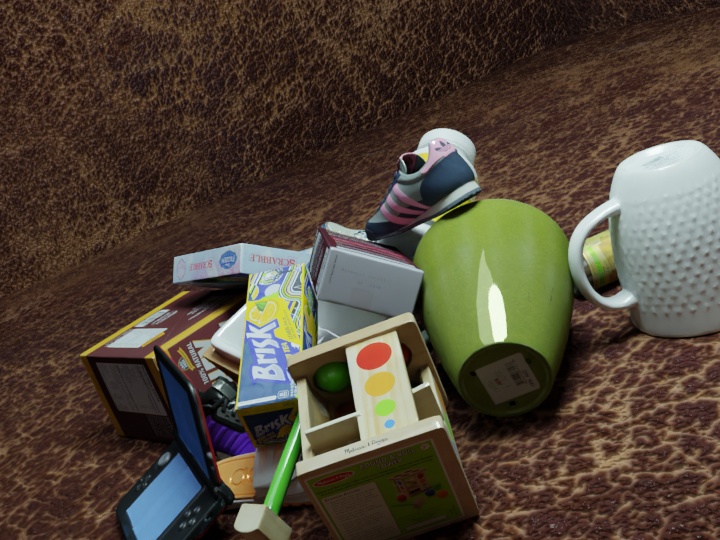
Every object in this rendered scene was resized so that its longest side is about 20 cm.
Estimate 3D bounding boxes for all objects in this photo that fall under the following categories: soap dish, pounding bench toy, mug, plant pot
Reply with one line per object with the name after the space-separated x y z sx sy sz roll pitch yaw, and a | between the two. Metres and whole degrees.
-0.062 0.093 0.986 0.199 0.082 0.157 20 52 36 | soap dish
-0.018 0.151 0.753 0.199 0.125 0.156 -20 38 5 | pounding bench toy
0.318 -0.031 0.898 0.199 0.176 0.148 -22 16 -3 | mug
0.145 0.052 0.888 0.186 0.188 0.200 -17 28 14 | plant pot

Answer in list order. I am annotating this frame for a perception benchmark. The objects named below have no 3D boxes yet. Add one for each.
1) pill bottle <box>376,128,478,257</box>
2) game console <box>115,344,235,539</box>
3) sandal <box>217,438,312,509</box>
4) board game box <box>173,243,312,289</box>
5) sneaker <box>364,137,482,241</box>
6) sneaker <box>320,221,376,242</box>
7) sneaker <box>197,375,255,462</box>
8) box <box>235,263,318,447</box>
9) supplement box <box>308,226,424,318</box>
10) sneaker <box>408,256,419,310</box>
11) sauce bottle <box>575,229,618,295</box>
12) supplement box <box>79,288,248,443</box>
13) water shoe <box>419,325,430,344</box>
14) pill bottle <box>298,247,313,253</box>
0.099 -0.096 1.161 0.112 0.113 0.201 -9 48 36 | pill bottle
-0.216 0.195 0.878 0.172 0.119 0.200 -48 22 -11 | game console
-0.100 0.201 0.865 0.206 0.059 0.079 -19 41 23 | sandal
-0.129 0.003 1.171 0.199 0.041 0.199 8 -9 -36 | board game box
0.061 -0.095 0.995 0.070 0.082 0.200 -30 3 -37 | sneaker
0.038 -0.036 1.227 0.077 0.199 0.085 -87 22 -58 | sneaker
-0.139 0.171 0.964 0.199 0.100 0.070 -5 23 37 | sneaker
-0.085 0.085 0.889 0.070 0.065 0.201 -11 41 7 | box
0.000 0.000 0.984 0.108 0.061 0.200 14 8 -8 | supplement box
0.107 0.037 1.071 0.199 0.074 0.081 8 36 23 | sneaker
0.349 -0.034 1.065 0.199 0.065 0.065 -25 17 -4 | sauce bottle
-0.239 0.128 1.173 0.199 0.133 0.197 -4 23 45 | supplement box
0.012 0.071 1.131 0.071 0.079 0.199 -32 19 -30 | water shoe
-0.039 0.008 1.346 0.199 0.109 0.109 -16 17 18 | pill bottle
